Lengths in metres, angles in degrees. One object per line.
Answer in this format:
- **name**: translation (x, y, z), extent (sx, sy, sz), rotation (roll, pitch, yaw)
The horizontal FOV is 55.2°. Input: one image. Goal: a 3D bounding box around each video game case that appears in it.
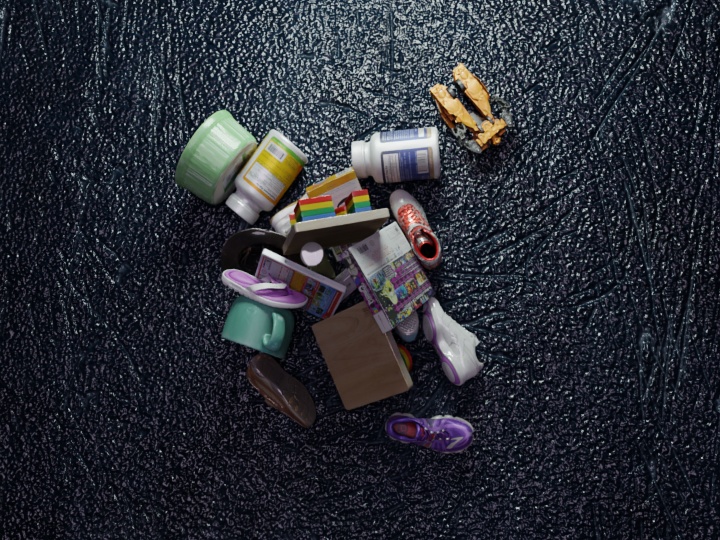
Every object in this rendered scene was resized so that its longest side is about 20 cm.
- **video game case**: translation (-0.138, 0.036, 1.518), extent (0.196, 0.144, 0.018), rotation (25, 55, -4)
- **video game case**: translation (0.061, 0.009, 1.438), extent (0.035, 0.199, 0.184), rotation (-30, 91, 38)

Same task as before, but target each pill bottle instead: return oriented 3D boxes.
- **pill bottle**: translation (0.081, -0.256, 1.550), extent (0.194, 0.111, 0.115), rotation (-4, 84, 7)
- **pill bottle**: translation (-0.220, -0.210, 1.582), extent (0.110, 0.111, 0.202), rotation (37, 90, 9)

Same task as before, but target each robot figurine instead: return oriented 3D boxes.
- **robot figurine**: translation (0.254, -0.362, 1.566), extent (0.144, 0.058, 0.202), rotation (-37, 81, 2)

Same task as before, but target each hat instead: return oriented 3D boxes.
- **hat**: translation (-0.217, -0.037, 1.574), extent (0.194, 0.082, 0.205), rotation (0, 128, 0)

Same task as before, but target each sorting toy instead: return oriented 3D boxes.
- **sorting toy**: translation (-0.061, -0.103, 1.430), extent (0.194, 0.199, 0.072), rotation (-11, 81, -15)
- **sorting toy**: translation (0.014, 0.175, 1.492), extent (0.198, 0.069, 0.203), rotation (-26, 87, 41)

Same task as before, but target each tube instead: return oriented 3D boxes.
- **tube**: translation (-0.092, -0.016, 1.502), extent (0.050, 0.200, 0.060), rotation (-13, 81, 2)

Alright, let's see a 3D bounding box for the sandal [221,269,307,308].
- **sandal**: translation (-0.208, 0.032, 1.480), extent (0.197, 0.083, 0.051), rotation (16, 116, 7)

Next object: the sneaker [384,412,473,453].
- **sneaker**: translation (0.148, 0.357, 1.493), extent (0.193, 0.083, 0.083), rotation (2, 85, 6)

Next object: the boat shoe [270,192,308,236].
- **boat shoe**: translation (-0.113, -0.139, 1.586), extent (0.197, 0.071, 0.070), rotation (-34, 82, 12)

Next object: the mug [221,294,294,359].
- **mug**: translation (-0.208, 0.120, 1.520), extent (0.181, 0.152, 0.118), rotation (13, 80, 29)

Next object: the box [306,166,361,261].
- **box**: translation (-0.031, -0.115, 1.550), extent (0.116, 0.042, 0.204), rotation (-23, 114, 3)

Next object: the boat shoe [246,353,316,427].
- **boat shoe**: translation (-0.180, 0.276, 1.555), extent (0.201, 0.076, 0.072), rotation (48, 128, -1)

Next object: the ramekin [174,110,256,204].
- **ramekin**: translation (-0.321, -0.249, 1.560), extent (0.097, 0.200, 0.202), rotation (35, 89, 2)

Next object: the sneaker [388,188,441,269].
- **sneaker**: translation (0.123, -0.101, 1.530), extent (0.066, 0.108, 0.205), rotation (-27, 82, 3)

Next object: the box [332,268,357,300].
- **box**: translation (0.000, 0.000, 1.555), extent (0.199, 0.039, 0.042), rotation (-40, 118, 6)

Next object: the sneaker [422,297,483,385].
- **sneaker**: translation (0.202, 0.147, 1.526), extent (0.097, 0.075, 0.204), rotation (-21, 79, -19)

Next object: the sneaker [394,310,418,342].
- **sneaker**: translation (0.084, 0.067, 1.541), extent (0.072, 0.083, 0.205), rotation (-8, 60, -2)
